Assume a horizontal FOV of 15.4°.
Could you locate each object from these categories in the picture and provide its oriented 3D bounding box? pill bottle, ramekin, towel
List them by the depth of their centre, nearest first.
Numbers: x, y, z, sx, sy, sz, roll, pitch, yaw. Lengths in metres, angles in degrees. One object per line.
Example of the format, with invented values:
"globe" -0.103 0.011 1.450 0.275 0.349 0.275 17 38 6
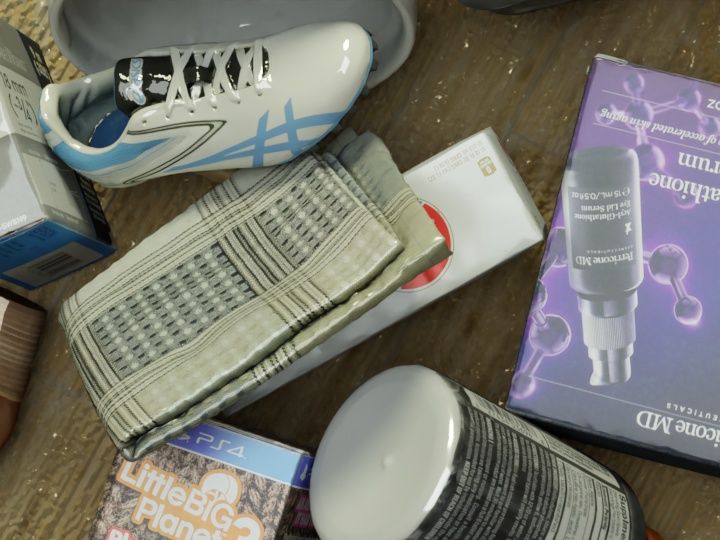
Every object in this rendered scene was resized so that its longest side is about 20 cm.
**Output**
"towel" -0.061 0.001 1.365 0.199 0.193 0.035 -33 114 -2
"pill bottle" 0.076 0.133 1.379 0.106 0.200 0.107 -27 47 35
"ramekin" -0.067 -0.174 1.439 0.199 0.200 0.106 -3 68 9

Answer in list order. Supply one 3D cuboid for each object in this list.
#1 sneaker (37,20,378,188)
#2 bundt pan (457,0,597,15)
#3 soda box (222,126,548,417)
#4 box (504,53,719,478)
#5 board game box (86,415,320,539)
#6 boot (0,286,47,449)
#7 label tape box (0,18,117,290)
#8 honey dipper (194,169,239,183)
"sneaker" -0.083 -0.091 1.412 0.199 0.072 0.072 -14 63 28
"bundt pan" 0.061 -0.226 1.429 0.075 0.202 0.203 -20 80 24
"soda box" 0.000 0.000 1.438 0.199 0.064 0.068 -29 92 9
"box" 0.173 0.003 1.422 0.147 0.104 0.201 13 85 10
"board game box" -0.088 0.180 1.419 0.096 0.159 0.201 17 86 12
"boot" -0.290 0.056 1.513 0.199 0.074 0.155 25 92 14
"label tape box" -0.214 -0.098 1.478 0.063 0.144 0.201 -23 81 7
"honey dipper" -0.075 -0.052 1.503 0.199 0.038 0.038 21 87 10
